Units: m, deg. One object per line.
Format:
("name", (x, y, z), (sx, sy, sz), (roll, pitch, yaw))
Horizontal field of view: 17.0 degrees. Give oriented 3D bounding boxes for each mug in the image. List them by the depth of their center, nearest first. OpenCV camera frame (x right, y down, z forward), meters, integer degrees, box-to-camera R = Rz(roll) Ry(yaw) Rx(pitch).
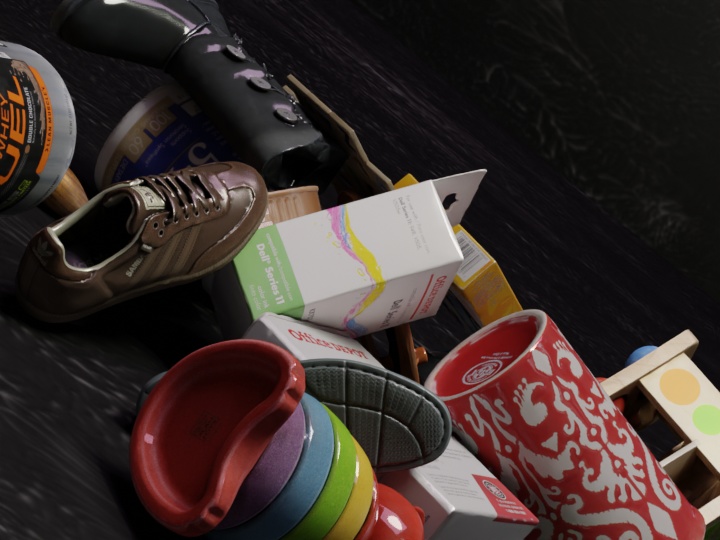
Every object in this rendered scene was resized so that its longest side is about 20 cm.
("mug", (0.124, 0.147, 1.737), (0.200, 0.177, 0.134), (56, 30, -17))

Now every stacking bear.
("stacking bear", (-0.036, 0.137, 1.452), (0.200, 0.122, 0.114), (40, -10, -38))

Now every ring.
("ring", (0.019, 0.031, 1.876), (0.200, 0.019, 0.201), (165, -90, -81))

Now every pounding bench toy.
("pounding bench toy", (0.231, 0.170, 1.922), (0.156, 0.124, 0.200), (50, -29, 22))

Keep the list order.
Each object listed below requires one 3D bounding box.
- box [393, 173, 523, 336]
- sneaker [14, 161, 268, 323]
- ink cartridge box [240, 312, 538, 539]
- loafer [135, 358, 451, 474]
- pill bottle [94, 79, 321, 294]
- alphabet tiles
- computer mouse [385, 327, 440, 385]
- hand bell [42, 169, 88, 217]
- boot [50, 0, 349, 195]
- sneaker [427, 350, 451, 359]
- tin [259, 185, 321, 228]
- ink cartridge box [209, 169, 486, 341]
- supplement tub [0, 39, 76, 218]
("box", (0.089, 0.015, 1.956), (0.119, 0.041, 0.200), (47, -4, 34))
("sneaker", (-0.135, -0.029, 1.589), (0.200, 0.076, 0.070), (-30, 70, -31))
("ink cartridge box", (0.004, 0.130, 1.631), (0.200, 0.083, 0.147), (44, 13, 26))
("loafer", (-0.042, 0.087, 1.535), (0.199, 0.072, 0.063), (5, 5, -2))
("pill bottle", (-0.101, -0.045, 1.880), (0.200, 0.120, 0.120), (41, 13, 18))
("alphabet tiles", (0.003, -0.064, 1.897), (0.166, 0.006, 0.200), (44, -13, 46))
("computer mouse", (0.066, 0.081, 1.901), (0.200, 0.046, 0.141), (-124, -161, -55))
("hand bell", (-0.269, -0.109, 1.780), (0.200, 0.104, 0.104), (50, 10, -9))
("boot", (-0.121, -0.136, 1.823), (0.164, 0.066, 0.200), (-8, 53, -46))
("sneaker", (0.094, 0.123, 1.994), (0.093, 0.071, 0.200), (16, 20, -15))
("tin", (-0.113, -0.026, 1.727), (0.200, 0.112, 0.042), (-12, 83, -41))
("ink cartridge box", (0.000, 0.000, 1.713), (0.117, 0.199, 0.068), (112, -41, -67))
("supplement tub", (-0.278, -0.096, 1.557), (0.122, 0.123, 0.200), (41, 13, 15))
